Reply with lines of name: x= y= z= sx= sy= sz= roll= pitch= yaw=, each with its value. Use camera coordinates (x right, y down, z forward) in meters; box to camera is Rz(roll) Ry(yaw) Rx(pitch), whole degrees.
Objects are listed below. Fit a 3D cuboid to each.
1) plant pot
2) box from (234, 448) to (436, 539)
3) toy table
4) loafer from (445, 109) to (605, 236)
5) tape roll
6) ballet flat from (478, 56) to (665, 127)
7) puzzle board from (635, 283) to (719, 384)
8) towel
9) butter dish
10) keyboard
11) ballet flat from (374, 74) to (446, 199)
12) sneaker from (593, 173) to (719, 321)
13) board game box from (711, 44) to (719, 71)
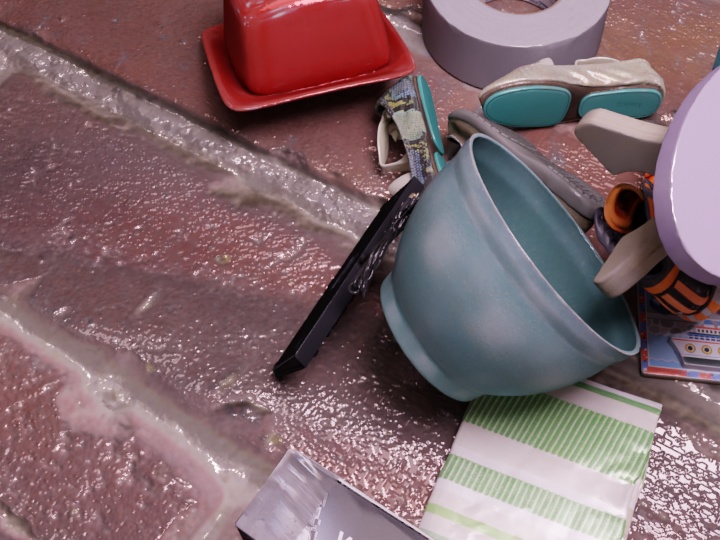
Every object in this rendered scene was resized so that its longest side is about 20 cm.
plant pot: x=0.099 y=0.016 z=0.732 sx=0.134 sy=0.199 sz=0.202 roll=-38 pitch=53 yaw=23
box: x=0.022 y=0.191 z=0.506 sx=0.156 sy=0.201 sz=0.050 roll=28 pitch=63 yaw=21
toy table: x=0.255 y=-0.064 z=0.698 sx=0.199 sy=0.117 sz=0.185 roll=-37 pitch=93 yaw=-25
loafer: x=0.136 y=-0.084 z=0.872 sx=0.075 sy=0.070 sz=0.200 roll=15 pitch=23 yaw=-41
tape roll: x=0.165 y=-0.285 z=1.020 sx=0.197 sy=0.067 sz=0.202 roll=-1 pitch=54 yaw=1
ballet flat: x=0.206 y=-0.182 z=0.950 sx=0.197 sy=0.068 sz=0.063 roll=-2 pitch=56 yaw=-12
puzzle board: x=0.341 y=0.032 z=0.825 sx=0.197 sy=0.017 sz=0.152 roll=5 pitch=55 yaw=5
towel: x=0.139 y=0.166 z=0.733 sx=0.151 sy=0.024 sz=0.201 roll=19 pitch=59 yaw=15
butter dish: x=-0.063 y=-0.270 z=0.947 sx=0.197 sy=0.149 sz=0.201 roll=-13 pitch=39 yaw=-9
keyboard: x=0.000 y=0.000 z=0.791 sx=0.021 sy=0.127 sz=0.201 roll=36 pitch=64 yaw=-8
ballet flat: x=0.054 y=-0.097 z=0.900 sx=0.073 sy=0.075 sz=0.202 roll=-8 pitch=53 yaw=-4
sneaker: x=0.257 y=-0.063 z=0.809 sx=0.111 sy=0.077 sz=0.202 roll=28 pitch=47 yaw=-26
board game box: x=0.349 y=-0.089 z=0.809 sx=0.046 sy=0.152 sz=0.202 roll=-7 pitch=49 yaw=-5
